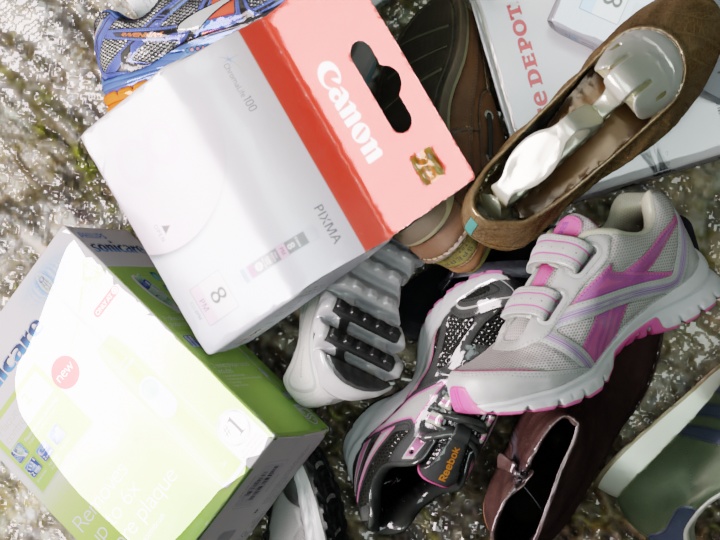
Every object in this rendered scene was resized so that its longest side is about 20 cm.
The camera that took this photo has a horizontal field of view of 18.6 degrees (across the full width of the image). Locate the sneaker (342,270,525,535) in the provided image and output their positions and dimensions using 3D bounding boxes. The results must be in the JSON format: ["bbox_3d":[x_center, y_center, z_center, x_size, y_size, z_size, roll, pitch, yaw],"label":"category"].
[{"bbox_3d":[0.060,0.093,1.377,0.080,0.087,0.200,21,124,-17],"label":"sneaker"}]

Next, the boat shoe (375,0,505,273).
[{"bbox_3d":[0.054,-0.085,1.399,0.072,0.068,0.201,-25,43,39],"label":"boat shoe"}]

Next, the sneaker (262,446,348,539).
[{"bbox_3d":[-0.046,0.198,1.433,0.079,0.074,0.201,-6,90,10],"label":"sneaker"}]

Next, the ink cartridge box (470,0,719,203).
[{"bbox_3d":[0.185,-0.134,1.402,0.199,0.083,0.148,-16,88,5],"label":"ink cartridge box"}]

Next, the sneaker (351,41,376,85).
[{"bbox_3d":[-0.038,-0.066,1.433,0.082,0.074,0.200,26,105,-37],"label":"sneaker"}]

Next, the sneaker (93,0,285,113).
[{"bbox_3d":[-0.086,-0.168,1.397,0.199,0.075,0.079,-26,88,8],"label":"sneaker"}]

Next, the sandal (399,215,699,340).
[{"bbox_3d":[0.114,-0.006,1.404,0.199,0.076,0.043,-16,123,12],"label":"sandal"}]

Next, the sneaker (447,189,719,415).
[{"bbox_3d":[0.121,0.017,1.295,0.200,0.081,0.089,-33,107,-32],"label":"sneaker"}]

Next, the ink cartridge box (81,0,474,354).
[{"bbox_3d":[-0.054,-0.067,1.326,0.200,0.057,0.163,-36,81,32],"label":"ink cartridge box"}]

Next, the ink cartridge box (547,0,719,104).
[{"bbox_3d":[0.235,-0.182,1.333,0.199,0.047,0.161,24,91,7],"label":"ink cartridge box"}]

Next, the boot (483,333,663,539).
[{"bbox_3d":[0.137,0.087,1.367,0.072,0.166,0.201,26,92,4],"label":"boot"}]

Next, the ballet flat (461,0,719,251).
[{"bbox_3d":[0.135,-0.089,1.288,0.200,0.072,0.068,-41,80,7],"label":"ballet flat"}]

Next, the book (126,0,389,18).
[{"bbox_3d":[-0.052,-0.206,1.443,0.200,0.048,0.134,-35,89,6],"label":"book"}]

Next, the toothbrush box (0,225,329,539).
[{"bbox_3d":[-0.144,0.090,1.400,0.200,0.086,0.146,44,105,19],"label":"toothbrush box"}]

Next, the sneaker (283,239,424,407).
[{"bbox_3d":[0.000,0.000,1.405,0.075,0.081,0.201,32,56,-16],"label":"sneaker"}]

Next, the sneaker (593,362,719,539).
[{"bbox_3d":[0.250,0.102,1.403,0.200,0.067,0.090,-43,77,11],"label":"sneaker"}]
